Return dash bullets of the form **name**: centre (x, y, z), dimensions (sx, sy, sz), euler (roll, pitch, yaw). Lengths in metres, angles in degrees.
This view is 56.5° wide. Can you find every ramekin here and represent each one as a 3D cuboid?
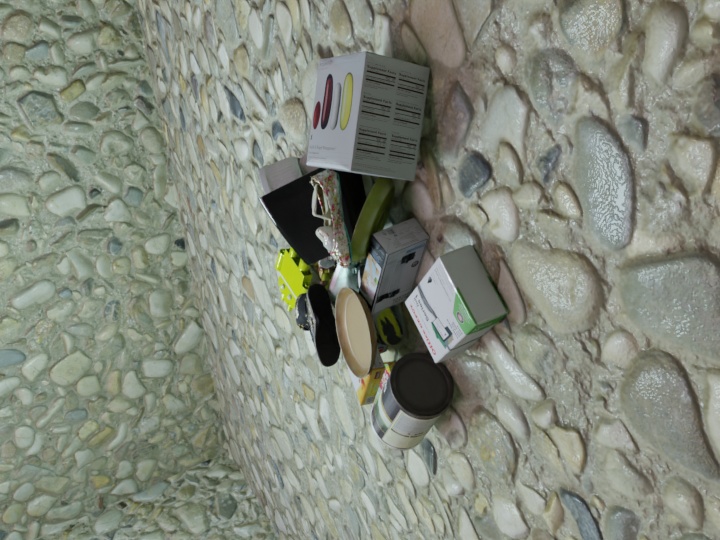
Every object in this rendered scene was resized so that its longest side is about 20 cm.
- **ramekin**: centre (-0.169, -0.195, 1.722), dimensions (0.204, 0.103, 0.201), euler (63, -173, -14)

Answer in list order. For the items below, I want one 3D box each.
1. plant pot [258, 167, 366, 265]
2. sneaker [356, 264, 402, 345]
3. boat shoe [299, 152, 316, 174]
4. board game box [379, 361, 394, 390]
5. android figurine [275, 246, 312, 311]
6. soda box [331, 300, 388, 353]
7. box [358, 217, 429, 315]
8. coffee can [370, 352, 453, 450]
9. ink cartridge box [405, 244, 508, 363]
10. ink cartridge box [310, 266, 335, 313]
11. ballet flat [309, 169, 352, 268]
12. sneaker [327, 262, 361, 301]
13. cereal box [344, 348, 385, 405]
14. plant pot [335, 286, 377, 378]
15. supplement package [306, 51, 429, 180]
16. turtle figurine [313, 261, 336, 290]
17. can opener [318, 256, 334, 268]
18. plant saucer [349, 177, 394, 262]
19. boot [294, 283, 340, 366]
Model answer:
- **plant pot**: centre (-0.081, -0.128, 1.493), dimensions (0.181, 0.196, 0.199), euler (67, -165, -5)
- **sneaker**: centre (0.029, 0.089, 1.604), dimensions (0.084, 0.073, 0.205), euler (-24, 84, 56)
- **boat shoe**: centre (-0.085, -0.202, 1.675), dimensions (0.203, 0.073, 0.060), euler (58, -165, 7)
- **board game box**: centre (0.091, 0.335, 1.709), dimensions (0.095, 0.029, 0.205), euler (-23, 87, 65)
- **android figurine**: centre (-0.192, 0.024, 1.922), dimensions (0.183, 0.040, 0.203), euler (53, 137, 35)
- **soda box**: centre (-0.002, 0.123, 1.708), dimensions (0.202, 0.067, 0.064), euler (56, 151, 30)
- **box**: centre (0.068, -0.005, 1.430), dimensions (0.060, 0.115, 0.203), euler (51, 147, 29)
- **coffee can**: centre (0.111, 0.298, 1.502), dimensions (0.148, 0.143, 0.202), euler (59, 152, 25)
- **ink cartridge box**: centre (0.177, 0.070, 1.287), dimensions (0.149, 0.083, 0.201), euler (63, 153, 19)
- **ink cartridge box**: centre (-0.138, 0.092, 1.967), dimensions (0.201, 0.066, 0.118), euler (53, 148, 36)
- **ballet flat**: centre (-0.064, -0.102, 1.342), dimensions (0.075, 0.062, 0.206), euler (150, 112, -66)
- **sneaker**: centre (0.000, 0.000, 1.651), dimensions (0.116, 0.074, 0.205), euler (24, 114, 8)
- **cereal box**: centre (-0.002, 0.193, 1.589), dimensions (0.146, 0.038, 0.203), euler (105, 151, -45)
- **plant pot**: centre (-0.008, 0.135, 1.487), dimensions (0.199, 0.027, 0.206), euler (170, 91, -68)
- **supplement package**: centre (0.009, -0.285, 1.258), dimensions (0.190, 0.144, 0.206), euler (19, 103, 58)
- **turtle figurine**: centre (-0.097, 0.006, 1.819), dimensions (0.200, 0.062, 0.166), euler (134, 135, -75)
- **can opener**: centre (-0.065, -0.102, 1.619), dimensions (0.066, 0.052, 0.205), euler (32, 110, 41)
- **plant saucer**: centre (0.029, -0.106, 1.398), dimensions (0.030, 0.202, 0.203), euler (23, 139, 9)
- **boot**: centre (-0.113, 0.141, 1.706), dimensions (0.150, 0.071, 0.206), euler (163, 92, -68)
